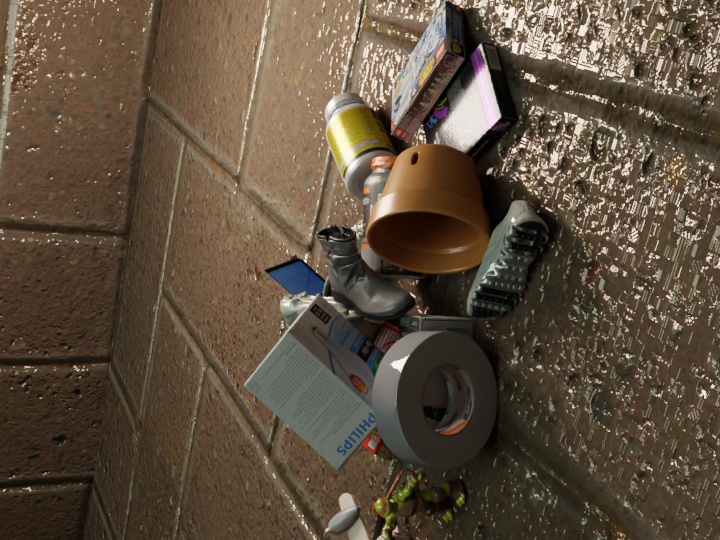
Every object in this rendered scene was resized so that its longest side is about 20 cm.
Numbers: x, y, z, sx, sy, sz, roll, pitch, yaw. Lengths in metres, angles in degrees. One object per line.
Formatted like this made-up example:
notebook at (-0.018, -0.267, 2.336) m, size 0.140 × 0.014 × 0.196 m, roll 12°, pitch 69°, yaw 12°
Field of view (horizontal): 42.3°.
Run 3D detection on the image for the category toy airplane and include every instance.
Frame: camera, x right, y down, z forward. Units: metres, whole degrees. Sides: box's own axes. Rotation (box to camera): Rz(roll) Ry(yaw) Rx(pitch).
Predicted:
toy airplane at (0.002, 0.518, 1.643) m, size 0.199 × 0.138 × 0.204 m, roll 10°, pitch 96°, yaw 61°

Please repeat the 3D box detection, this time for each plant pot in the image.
plant pot at (0.114, -0.102, 1.472) m, size 0.200 × 0.197 × 0.143 m, roll -36°, pitch 39°, yaw 54°

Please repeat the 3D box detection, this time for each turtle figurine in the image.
turtle figurine at (0.080, 0.380, 1.494) m, size 0.065 × 0.158 × 0.203 m, roll 54°, pitch 133°, yaw 48°

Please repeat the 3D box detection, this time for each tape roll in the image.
tape roll at (0.115, 0.194, 1.407) m, size 0.066 × 0.197 × 0.206 m, roll -7°, pitch 81°, yaw 56°

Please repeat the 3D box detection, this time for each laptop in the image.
laptop at (-0.121, 0.089, 1.946) m, size 0.176 × 0.101 × 0.205 m, roll -16°, pitch 73°, yaw 60°

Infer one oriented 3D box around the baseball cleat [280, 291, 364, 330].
baseball cleat at (-0.060, 0.093, 1.651) m, size 0.197 × 0.069 × 0.109 m, roll 10°, pitch 120°, yaw 45°

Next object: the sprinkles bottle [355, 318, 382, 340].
sprinkles bottle at (-0.018, 0.132, 1.683) m, size 0.202 × 0.067 × 0.069 m, roll -61°, pitch 38°, yaw 24°

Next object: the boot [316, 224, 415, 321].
boot at (0.000, 0.000, 1.525) m, size 0.198 × 0.069 × 0.134 m, roll 14°, pitch 128°, yaw 45°

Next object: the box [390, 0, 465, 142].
box at (0.113, -0.338, 1.588) m, size 0.201 × 0.039 × 0.139 m, roll 127°, pitch 155°, yaw -45°

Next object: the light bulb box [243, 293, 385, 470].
light bulb box at (-0.053, 0.173, 1.496) m, size 0.125 × 0.199 × 0.198 m, roll -48°, pitch 2°, yaw 20°

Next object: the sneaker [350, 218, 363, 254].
sneaker at (0.016, -0.069, 1.724) m, size 0.076 × 0.090 × 0.203 m, roll 60°, pitch 136°, yaw 44°

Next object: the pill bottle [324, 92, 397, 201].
pill bottle at (-0.001, -0.238, 1.751) m, size 0.113 × 0.110 × 0.203 m, roll -59°, pitch 40°, yaw 39°

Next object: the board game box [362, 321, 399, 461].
board game box at (0.048, 0.207, 1.621) m, size 0.151 × 0.046 × 0.203 m, roll 25°, pitch 88°, yaw 59°

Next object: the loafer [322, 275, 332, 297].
loafer at (-0.053, 0.086, 1.724) m, size 0.069 × 0.069 × 0.204 m, roll 31°, pitch 122°, yaw 38°

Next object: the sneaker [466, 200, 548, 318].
sneaker at (0.215, -0.014, 1.392) m, size 0.082 × 0.074 × 0.202 m, roll -101°, pitch 31°, yaw -51°

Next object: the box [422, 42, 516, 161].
box at (0.171, -0.249, 1.518) m, size 0.200 × 0.035 × 0.146 m, roll -44°, pitch 49°, yaw 50°

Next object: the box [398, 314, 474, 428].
box at (0.118, 0.175, 1.493) m, size 0.060 × 0.114 × 0.205 m, roll 5°, pitch 90°, yaw 58°

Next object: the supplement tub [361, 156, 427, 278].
supplement tub at (0.063, -0.089, 1.610) m, size 0.122 × 0.120 × 0.205 m, roll -1°, pitch 86°, yaw 61°
